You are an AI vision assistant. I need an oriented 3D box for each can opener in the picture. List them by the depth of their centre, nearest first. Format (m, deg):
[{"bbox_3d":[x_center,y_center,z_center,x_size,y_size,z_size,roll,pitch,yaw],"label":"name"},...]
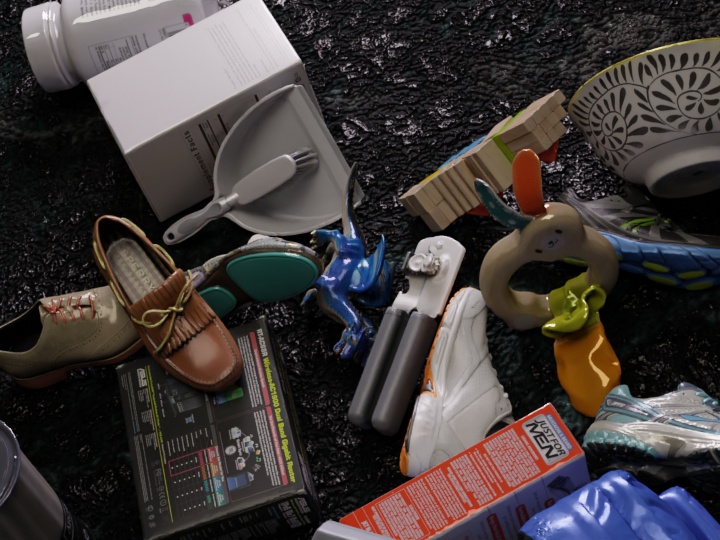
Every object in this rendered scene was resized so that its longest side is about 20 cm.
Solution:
[{"bbox_3d":[0.050,0.059,1.569,0.053,0.066,0.200,9,66,35],"label":"can opener"}]

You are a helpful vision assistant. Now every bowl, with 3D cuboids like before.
[{"bbox_3d":[0.297,-0.125,1.561,0.200,0.201,0.094,-13,71,7],"label":"bowl"}]

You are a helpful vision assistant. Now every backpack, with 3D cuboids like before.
[{"bbox_3d":[0.206,0.242,1.296,0.168,0.200,0.163,-35,52,-10],"label":"backpack"}]

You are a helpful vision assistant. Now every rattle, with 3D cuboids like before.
[{"bbox_3d":[0.160,0.014,1.473,0.130,0.200,0.143,3,54,13],"label":"rattle"}]

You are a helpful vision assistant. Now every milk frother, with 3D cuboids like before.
[{"bbox_3d":[-0.361,0.225,1.485,0.200,0.188,0.181,-36,52,-10],"label":"milk frother"}]

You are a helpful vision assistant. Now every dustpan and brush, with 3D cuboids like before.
[{"bbox_3d":[-0.113,-0.078,1.699,0.200,0.057,0.140,-29,91,30],"label":"dustpan and brush"}]

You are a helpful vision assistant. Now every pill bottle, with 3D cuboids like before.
[{"bbox_3d":[-0.257,-0.262,1.856,0.200,0.113,0.114,-13,52,7],"label":"pill bottle"}]

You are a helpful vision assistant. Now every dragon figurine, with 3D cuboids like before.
[{"bbox_3d":[0.000,0.000,1.622,0.099,0.059,0.200,11,63,21],"label":"dragon figurine"}]

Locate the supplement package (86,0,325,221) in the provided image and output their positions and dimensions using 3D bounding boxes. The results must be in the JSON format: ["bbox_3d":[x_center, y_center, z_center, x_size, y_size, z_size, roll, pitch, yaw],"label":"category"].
[{"bbox_3d":[-0.155,-0.166,1.752,0.200,0.120,0.121,-28,53,-4],"label":"supplement package"}]

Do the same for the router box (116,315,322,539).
[{"bbox_3d":[-0.130,0.154,1.547,0.150,0.062,0.200,-19,52,4],"label":"router box"}]

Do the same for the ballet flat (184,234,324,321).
[{"bbox_3d":[-0.111,0.001,1.615,0.200,0.072,0.072,-24,45,35],"label":"ballet flat"}]

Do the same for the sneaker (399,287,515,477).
[{"bbox_3d":[0.099,0.107,1.520,0.092,0.076,0.200,16,56,2],"label":"sneaker"}]

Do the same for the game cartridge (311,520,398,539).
[{"bbox_3d":[0.005,0.300,1.341,0.133,0.201,0.042,14,17,28],"label":"game cartridge"}]

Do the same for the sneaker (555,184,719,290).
[{"bbox_3d":[0.260,-0.037,1.565,0.199,0.071,0.083,14,66,28],"label":"sneaker"}]

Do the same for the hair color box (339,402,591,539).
[{"bbox_3d":[0.092,0.204,1.414,0.200,0.111,0.064,-27,52,-5],"label":"hair color box"}]

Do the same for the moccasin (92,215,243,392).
[{"bbox_3d":[-0.177,0.027,1.552,0.074,0.078,0.202,-31,67,-8],"label":"moccasin"}]

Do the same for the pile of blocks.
[{"bbox_3d":[0.129,-0.095,1.636,0.200,0.062,0.082,-32,10,36],"label":"pile of blocks"}]

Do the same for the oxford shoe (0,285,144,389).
[{"bbox_3d":[-0.266,0.051,1.628,0.200,0.075,0.071,-28,52,15],"label":"oxford shoe"}]

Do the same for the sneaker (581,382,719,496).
[{"bbox_3d":[0.289,0.134,1.430,0.200,0.078,0.086,7,54,21],"label":"sneaker"}]
